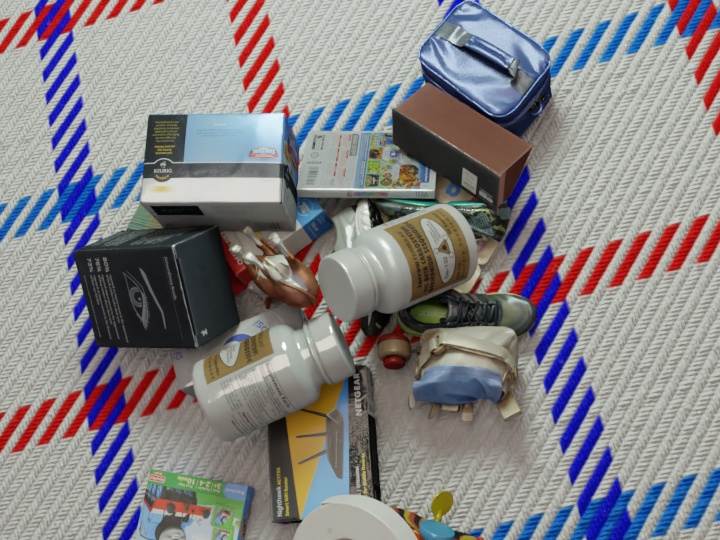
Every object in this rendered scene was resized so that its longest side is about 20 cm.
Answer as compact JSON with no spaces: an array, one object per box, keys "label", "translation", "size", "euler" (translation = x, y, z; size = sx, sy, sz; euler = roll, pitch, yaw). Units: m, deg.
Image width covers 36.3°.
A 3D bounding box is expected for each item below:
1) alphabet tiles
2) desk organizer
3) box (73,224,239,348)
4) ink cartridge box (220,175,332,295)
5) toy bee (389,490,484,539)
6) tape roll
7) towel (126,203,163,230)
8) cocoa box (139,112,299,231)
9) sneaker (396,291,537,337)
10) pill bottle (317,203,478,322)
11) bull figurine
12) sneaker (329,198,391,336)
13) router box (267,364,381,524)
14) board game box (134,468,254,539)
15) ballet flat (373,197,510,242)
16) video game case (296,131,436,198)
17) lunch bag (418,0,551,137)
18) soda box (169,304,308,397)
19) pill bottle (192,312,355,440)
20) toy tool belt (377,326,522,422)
[{"label":"alphabet tiles","translation":[0.096,-0.050,1.595],"size":[0.199,0.015,0.197],"euler":[30,83,19]},{"label":"desk organizer","translation":[0.141,-0.177,1.542],"size":[0.199,0.072,0.077],"euler":[37,62,27]},{"label":"box","translation":[-0.286,0.024,1.541],"size":[0.198,0.104,0.150],"euler":[-1,107,32]},{"label":"ink cartridge box","translation":[-0.156,-0.061,1.622],"size":[0.199,0.067,0.117],"euler":[-37,69,-1]},{"label":"toy bee","translation":[0.108,0.366,1.422],"size":[0.200,0.108,0.132],"euler":[45,112,25]},{"label":"tape roll","translation":[-0.003,0.391,1.412],"size":[0.201,0.037,0.206],"euler":[6,101,33]},{"label":"towel","translation":[-0.279,-0.113,1.659],"size":[0.146,0.022,0.202],"euler":[16,77,47]},{"label":"cocoa box","translation":[-0.192,-0.136,1.535],"size":[0.197,0.134,0.133],"euler":[0,75,6]},{"label":"sneaker","translation":[0.143,0.063,1.508],"size":[0.197,0.081,0.075],"euler":[-2,83,9]},{"label":"pill bottle","translation":[0.049,-0.007,1.452],"size":[0.198,0.115,0.115],"euler":[-21,66,-30]},{"label":"bull figurine","translation":[-0.119,0.002,1.499],"size":[0.065,0.199,0.122],"euler":[-48,113,-16]},{"label":"sneaker","translation":[0.000,0.000,1.564],"size":[0.078,0.074,0.203],"euler":[-15,66,18]},{"label":"router box","translation":[-0.051,0.241,1.512],"size":[0.147,0.051,0.203],"euler":[-8,71,12]},{"label":"board game box","translation":[-0.240,0.388,1.515],"size":[0.149,0.037,0.203],"euler":[7,75,13]},{"label":"ballet flat","translation":[0.113,-0.070,1.558],"size":[0.197,0.074,0.075],"euler":[4,73,17]},{"label":"video game case","translation":[0.013,-0.155,1.599],"size":[0.197,0.018,0.144],"euler":[1,42,6]},{"label":"lunch bag","translation":[0.185,-0.281,1.587],"size":[0.199,0.132,0.136],"euler":[37,83,20]},{"label":"soda box","translation":[-0.167,0.115,1.569],"size":[0.198,0.068,0.064],"euler":[-21,70,4]},{"label":"pill bottle","translation":[-0.113,0.137,1.465],"size":[0.198,0.114,0.116],"euler":[-25,69,5]},{"label":"toy tool belt","translation":[0.117,0.145,1.474],"size":[0.197,0.125,0.125],"euler":[-3,64,11]}]
